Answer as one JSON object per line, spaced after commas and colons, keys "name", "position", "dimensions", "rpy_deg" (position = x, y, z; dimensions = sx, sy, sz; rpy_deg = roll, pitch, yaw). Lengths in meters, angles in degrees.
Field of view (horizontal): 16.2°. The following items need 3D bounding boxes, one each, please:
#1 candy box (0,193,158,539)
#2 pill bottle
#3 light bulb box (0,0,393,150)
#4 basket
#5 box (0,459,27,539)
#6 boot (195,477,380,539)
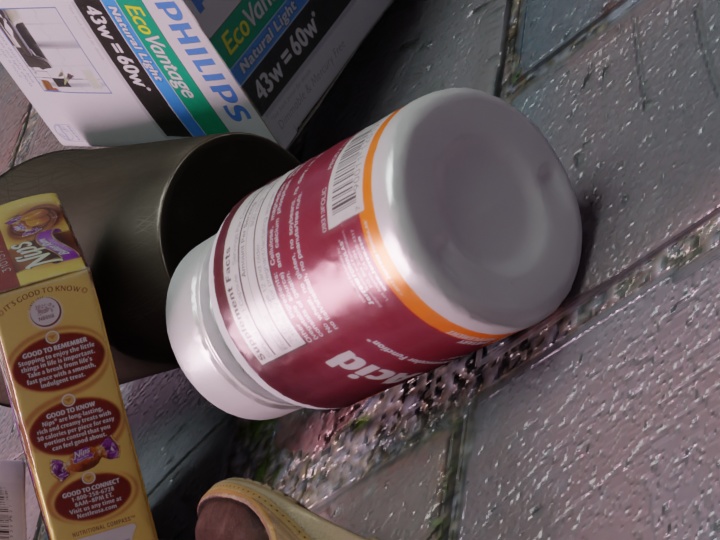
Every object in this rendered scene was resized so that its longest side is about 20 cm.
{"name": "candy box", "position": [-0.149, 0.074, 1.297], "dimensions": [0.056, 0.201, 0.117], "rpy_deg": [-17, 24, -9]}
{"name": "pill bottle", "position": [0.000, 0.000, 1.192], "dimensions": [0.200, 0.114, 0.115], "rpy_deg": [-27, 38, 49]}
{"name": "light bulb box", "position": [-0.089, -0.180, 1.469], "dimensions": [0.199, 0.125, 0.199], "rpy_deg": [5, 50, 45]}
{"name": "basket", "position": [-0.118, -0.007, 1.406], "dimensions": [0.200, 0.136, 0.180], "rpy_deg": [-10, 27, 51]}
{"name": "box", "position": [-0.228, 0.198, 1.375], "dimensions": [0.200, 0.036, 0.145], "rpy_deg": [-39, 52, 56]}
{"name": "boot", "position": [-0.054, 0.184, 1.116], "dimensions": [0.167, 0.072, 0.200], "rpy_deg": [-59, 28, -10]}
